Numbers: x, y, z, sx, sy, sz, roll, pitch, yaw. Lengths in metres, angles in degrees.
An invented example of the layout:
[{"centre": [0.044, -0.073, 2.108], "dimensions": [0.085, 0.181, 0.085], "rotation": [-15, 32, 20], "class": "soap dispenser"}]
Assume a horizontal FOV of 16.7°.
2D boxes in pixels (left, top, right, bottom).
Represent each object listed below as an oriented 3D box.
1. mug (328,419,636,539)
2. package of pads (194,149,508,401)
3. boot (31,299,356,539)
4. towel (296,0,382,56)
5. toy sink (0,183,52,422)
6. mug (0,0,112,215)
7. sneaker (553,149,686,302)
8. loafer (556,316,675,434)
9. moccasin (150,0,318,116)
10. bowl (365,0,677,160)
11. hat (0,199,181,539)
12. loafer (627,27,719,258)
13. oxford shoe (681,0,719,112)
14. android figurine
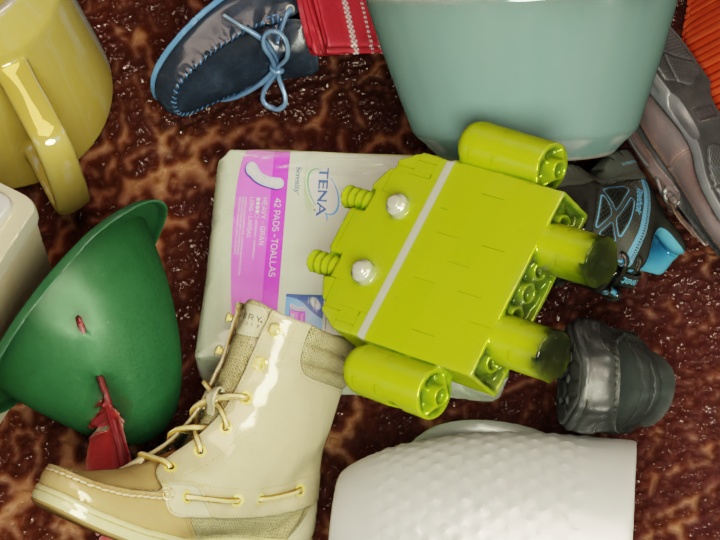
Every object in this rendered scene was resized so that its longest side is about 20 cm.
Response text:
[{"centre": [0.075, 0.154, 1.465], "dimensions": [0.174, 0.148, 0.200], "rotation": [3, 32, 6], "class": "mug"}, {"centre": [0.000, 0.000, 1.579], "dimensions": [0.199, 0.068, 0.155], "rotation": [3, 64, 4], "class": "package of pads"}, {"centre": [-0.093, 0.090, 1.453], "dimensions": [0.073, 0.199, 0.156], "rotation": [20, 94, 52], "class": "boot"}, {"centre": [0.044, -0.206, 1.666], "dimensions": [0.199, 0.023, 0.145], "rotation": [-2, 63, -25], "class": "towel"}, {"centre": [-0.273, -0.004, 1.521], "dimensions": [0.130, 0.200, 0.112], "rotation": [24, 67, 16], "class": "toy sink"}, {"centre": [-0.232, -0.147, 1.619], "dimensions": [0.186, 0.153, 0.150], "rotation": [26, 66, 15], "class": "mug"}, {"centre": [0.141, -0.021, 1.534], "dimensions": [0.082, 0.073, 0.200], "rotation": [51, 36, 12], "class": "sneaker"}, {"centre": [0.154, 0.064, 1.469], "dimensions": [0.070, 0.201, 0.069], "rotation": [5, 89, 7], "class": "loafer"}, {"centre": [-0.049, -0.164, 1.658], "dimensions": [0.200, 0.081, 0.068], "rotation": [-37, 65, -14], "class": "moccasin"}, {"centre": [0.103, -0.125, 1.550], "dimensions": [0.199, 0.201, 0.106], "rotation": [-1, 97, 3], "class": "bowl"}, {"centre": [-0.122, 0.085, 1.511], "dimensions": [0.176, 0.200, 0.166], "rotation": [41, 39, 10], "class": "hat"}, {"centre": [0.216, -0.072, 1.614], "dimensions": [0.072, 0.063, 0.201], "rotation": [-8, 64, -44], "class": "loafer"}, {"centre": [0.261, -0.182, 1.657], "dimensions": [0.072, 0.071, 0.201], "rotation": [5, 75, -37], "class": "oxford shoe"}, {"centre": [0.052, -0.002, 1.440], "dimensions": [0.199, 0.041, 0.183], "rotation": [21, 77, 41], "class": "android figurine"}]
